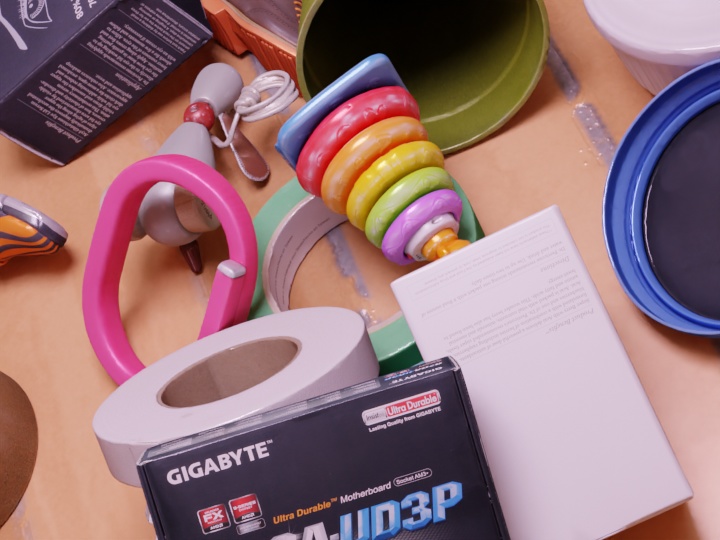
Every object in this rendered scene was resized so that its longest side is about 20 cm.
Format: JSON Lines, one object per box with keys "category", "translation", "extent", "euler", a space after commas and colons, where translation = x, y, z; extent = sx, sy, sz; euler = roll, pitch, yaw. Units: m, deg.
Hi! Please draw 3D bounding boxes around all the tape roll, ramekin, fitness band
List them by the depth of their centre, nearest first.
{"category": "tape roll", "translation": [-0.085, 0.084, 1.049], "extent": [0.201, 0.037, 0.203], "euler": [-18, 16, 6]}
{"category": "ramekin", "translation": [0.276, -0.216, 1.178], "extent": [0.201, 0.094, 0.204], "euler": [-14, 52, 18]}
{"category": "fitness band", "translation": [-0.151, 0.008, 1.183], "extent": [0.143, 0.037, 0.201], "euler": [33, 119, 23]}
{"category": "tape roll", "translation": [0.000, 0.000, 1.191], "extent": [0.199, 0.048, 0.202], "euler": [-10, 56, 16]}

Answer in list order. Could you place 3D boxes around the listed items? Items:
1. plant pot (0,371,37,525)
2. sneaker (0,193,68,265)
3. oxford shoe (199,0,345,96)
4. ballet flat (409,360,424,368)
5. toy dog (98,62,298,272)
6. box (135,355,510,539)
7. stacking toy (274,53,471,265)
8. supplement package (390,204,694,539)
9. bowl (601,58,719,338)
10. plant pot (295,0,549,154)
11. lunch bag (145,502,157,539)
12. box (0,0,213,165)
{"category": "plant pot", "translation": [-0.378, 0.109, 1.182], "extent": [0.185, 0.200, 0.188], "euler": [-10, 55, 15]}
{"category": "sneaker", "translation": [-0.343, -0.006, 1.329], "extent": [0.199, 0.078, 0.113], "euler": [4, 64, 37]}
{"category": "oxford shoe", "translation": [-0.070, -0.216, 1.346], "extent": [0.073, 0.071, 0.200], "euler": [-42, 52, -13]}
{"category": "ballet flat", "translation": [0.029, 0.108, 1.109], "extent": [0.199, 0.067, 0.071], "euler": [-22, 77, 8]}
{"category": "toy dog", "translation": [-0.132, -0.079, 1.286], "extent": [0.131, 0.097, 0.200], "euler": [15, 52, 38]}
{"category": "box", "translation": [-0.015, 0.156, 0.910], "extent": [0.199, 0.046, 0.160], "euler": [-16, 96, -1]}
{"category": "stacking toy", "translation": [0.036, -0.048, 1.129], "extent": [0.110, 0.116, 0.200], "euler": [-38, 67, 2]}
{"category": "supplement package", "translation": [0.118, 0.079, 1.000], "extent": [0.121, 0.120, 0.201], "euler": [-24, 81, 5]}
{"category": "bowl", "translation": [0.264, -0.049, 1.074], "extent": [0.200, 0.039, 0.202], "euler": [-14, 68, 38]}
{"category": "plant pot", "translation": [0.035, -0.229, 1.251], "extent": [0.199, 0.201, 0.194], "euler": [-22, 41, 8]}
{"category": "lunch bag", "translation": [-0.036, 0.173, 1.013], "extent": [0.199, 0.176, 0.082], "euler": [-14, 59, 11]}
{"category": "box", "translation": [-0.249, -0.220, 1.368], "extent": [0.200, 0.104, 0.149], "euler": [-36, 51, 20]}
